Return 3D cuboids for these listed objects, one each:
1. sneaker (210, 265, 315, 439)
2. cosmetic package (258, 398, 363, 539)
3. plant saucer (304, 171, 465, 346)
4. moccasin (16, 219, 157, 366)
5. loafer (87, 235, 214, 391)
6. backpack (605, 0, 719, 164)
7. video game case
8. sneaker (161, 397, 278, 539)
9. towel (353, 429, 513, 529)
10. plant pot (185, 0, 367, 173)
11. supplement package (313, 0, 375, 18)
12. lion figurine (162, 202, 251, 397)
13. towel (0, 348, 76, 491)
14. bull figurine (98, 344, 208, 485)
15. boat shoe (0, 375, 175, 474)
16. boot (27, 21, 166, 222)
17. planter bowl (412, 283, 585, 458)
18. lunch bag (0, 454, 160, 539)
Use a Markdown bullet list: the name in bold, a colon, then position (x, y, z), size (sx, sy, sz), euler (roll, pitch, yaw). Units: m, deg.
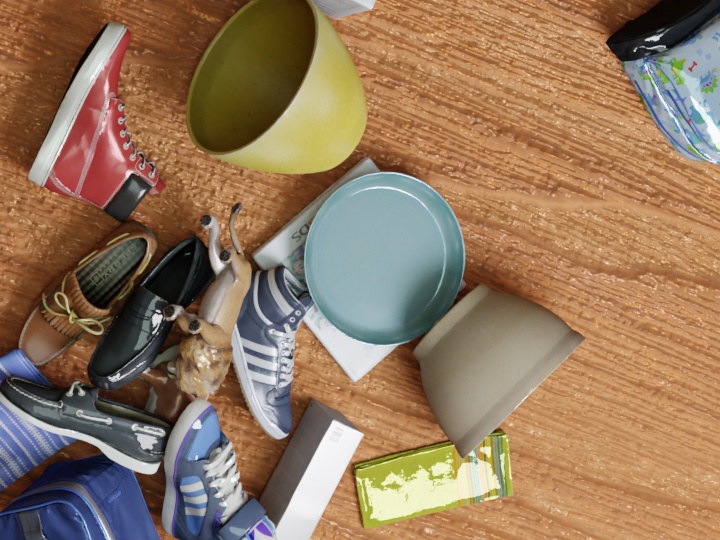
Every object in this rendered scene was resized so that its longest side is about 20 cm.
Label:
- **sneaker**: position (-0.091, 0.092, 1.492), size (0.107, 0.070, 0.202), euler (-18, 100, 11)
- **cosmetic package**: position (-0.072, 0.261, 1.528), size (0.050, 0.082, 0.201), euler (27, 92, -25)
- **plant saucer**: position (0.027, -0.014, 1.509), size (0.198, 0.027, 0.203), euler (-1, 94, -17)
- **moccasin**: position (-0.305, 0.030, 1.442), size (0.201, 0.078, 0.074), euler (-39, 104, 0)
- **loafer**: position (-0.236, 0.043, 1.434), size (0.068, 0.071, 0.201), euler (27, 64, 21)
- **backpack**: position (0.413, -0.223, 1.551), size (0.162, 0.154, 0.201), euler (-31, 116, -14)
- **video game case**: position (0.000, 0.000, 1.538), size (0.182, 0.024, 0.201), euler (-40, 105, -4)
- **sneaker**: position (-0.144, 0.250, 1.446), size (0.145, 0.081, 0.202), euler (24, 123, 18)
- **towel**: position (0.093, 0.260, 1.600), size (0.198, 0.018, 0.087), euler (-11, 100, -11)
- **plant pot**: position (-0.074, -0.187, 1.424), size (0.141, 0.200, 0.201), euler (30, 91, -42)
- **supplement package**: position (-0.043, -0.375, 1.381), size (0.149, 0.200, 0.153), euler (24, 92, -14)
- **lion figurine**: position (-0.156, 0.036, 1.421), size (0.072, 0.123, 0.201), euler (19, 73, 26)
- **towel**: position (-0.422, 0.191, 1.444), size (0.199, 0.024, 0.145), euler (-36, 125, -6)
- **bull figurine**: position (-0.226, 0.149, 1.488), size (0.120, 0.065, 0.202), euler (12, 93, -11)
- **boat shoe**: position (-0.300, 0.154, 1.417), size (0.199, 0.076, 0.061), euler (26, 99, -19)
- **boot**: position (-0.264, -0.162, 1.432), size (0.143, 0.072, 0.202), euler (24, 100, -15)
- **planter bowl**: position (0.146, 0.103, 1.513), size (0.200, 0.200, 0.135), euler (-44, 81, -3)
- **lunch bag**: position (-0.311, 0.322, 1.434), size (0.135, 0.132, 0.202), euler (-16, 103, 26)
